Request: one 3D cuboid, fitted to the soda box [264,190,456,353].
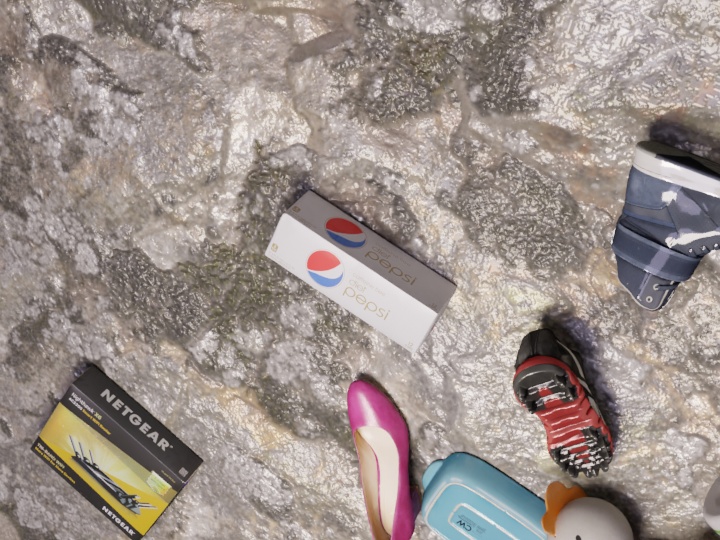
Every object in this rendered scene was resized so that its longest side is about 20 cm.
[{"bbox_3d":[0.000,0.000,1.237,0.199,0.068,0.064,33,125,7],"label":"soda box"}]

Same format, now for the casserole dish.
[{"bbox_3d":[0.154,0.299,1.335,0.199,0.039,0.122,34,124,8],"label":"casserole dish"}]

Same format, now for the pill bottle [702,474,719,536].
[{"bbox_3d":[0.449,0.277,1.137,0.200,0.111,0.111,44,125,-1],"label":"pill bottle"}]

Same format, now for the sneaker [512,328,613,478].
[{"bbox_3d":[0.215,0.138,1.205,0.070,0.098,0.201,-19,129,19],"label":"sneaker"}]

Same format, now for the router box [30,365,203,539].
[{"bbox_3d":[-0.329,0.249,1.531,0.200,0.052,0.158,40,125,2],"label":"router box"}]

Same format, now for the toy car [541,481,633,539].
[{"bbox_3d":[0.254,0.324,1.233,0.200,0.176,0.185,50,137,10],"label":"toy car"}]

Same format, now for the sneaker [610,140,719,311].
[{"bbox_3d":[0.330,-0.019,1.056,0.201,0.077,0.148,24,112,24],"label":"sneaker"}]

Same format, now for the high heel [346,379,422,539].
[{"bbox_3d":[0.016,0.231,1.330,0.067,0.096,0.202,-5,113,27],"label":"high heel"}]
